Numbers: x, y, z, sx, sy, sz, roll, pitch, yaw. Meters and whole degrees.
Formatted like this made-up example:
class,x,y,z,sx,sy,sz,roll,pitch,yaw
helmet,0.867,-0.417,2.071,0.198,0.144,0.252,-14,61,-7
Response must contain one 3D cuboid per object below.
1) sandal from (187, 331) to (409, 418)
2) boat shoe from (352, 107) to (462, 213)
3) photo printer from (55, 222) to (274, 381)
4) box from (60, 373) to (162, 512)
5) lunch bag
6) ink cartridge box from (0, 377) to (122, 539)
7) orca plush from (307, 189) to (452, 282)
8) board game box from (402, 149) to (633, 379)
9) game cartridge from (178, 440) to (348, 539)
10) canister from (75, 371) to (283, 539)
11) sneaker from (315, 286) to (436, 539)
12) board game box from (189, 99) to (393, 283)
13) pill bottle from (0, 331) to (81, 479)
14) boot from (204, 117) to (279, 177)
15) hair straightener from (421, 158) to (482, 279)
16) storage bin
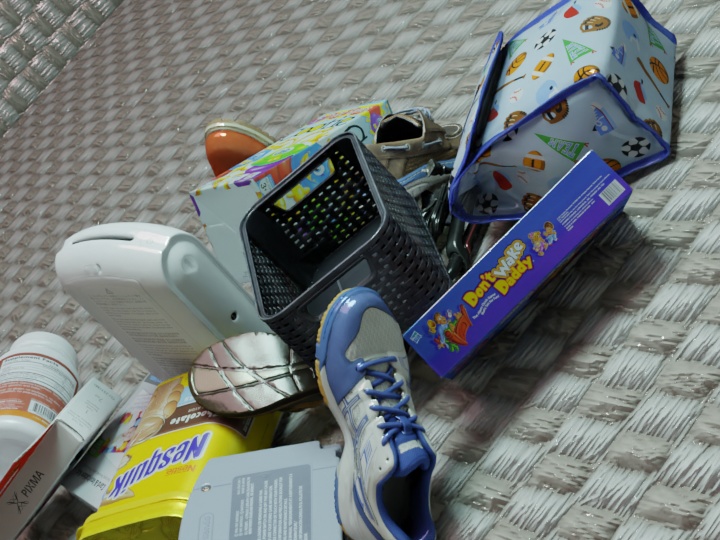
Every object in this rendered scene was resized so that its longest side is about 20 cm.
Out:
class,x,y,z,sx,sy,sz,roll,pitch,yaw
sandal,-0.052,0.089,1.412,0.199,0.055,0.082,-16,55,-1
boat shoe,0.053,-0.118,1.535,0.072,0.073,0.200,-8,16,27
photo printer,-0.183,0.030,1.505,0.166,0.200,0.070,-1,51,42
box,-0.207,0.163,1.620,0.200,0.041,0.156,-52,23,-14
lunch bag,0.163,-0.141,1.395,0.200,0.124,0.170,-31,27,36
ink cartridge box,-0.338,0.221,1.623,0.200,0.044,0.174,-51,3,30
orca plush,0.000,0.000,1.506,0.200,0.105,0.071,-48,-12,-13
board game box,0.123,0.000,1.250,0.200,0.045,0.134,-45,-8,1
game cartridge,-0.075,0.211,1.251,0.133,0.041,0.200,-6,30,3
canister,-0.155,0.181,1.434,0.148,0.087,0.200,-20,31,30
sneaker,0.023,0.111,1.169,0.075,0.201,0.088,-16,15,-30
board game box,-0.051,-0.079,1.581,0.105,0.103,0.200,-7,21,48
pill bottle,-0.380,0.159,1.826,0.112,0.112,0.200,-36,24,20
boot,-0.107,-0.064,1.644,0.075,0.200,0.107,-8,44,26
hair straightener,0.082,-0.065,1.467,0.041,0.077,0.200,-40,21,54
storage bin,-0.016,-0.013,1.353,0.135,0.094,0.200,-39,27,11
